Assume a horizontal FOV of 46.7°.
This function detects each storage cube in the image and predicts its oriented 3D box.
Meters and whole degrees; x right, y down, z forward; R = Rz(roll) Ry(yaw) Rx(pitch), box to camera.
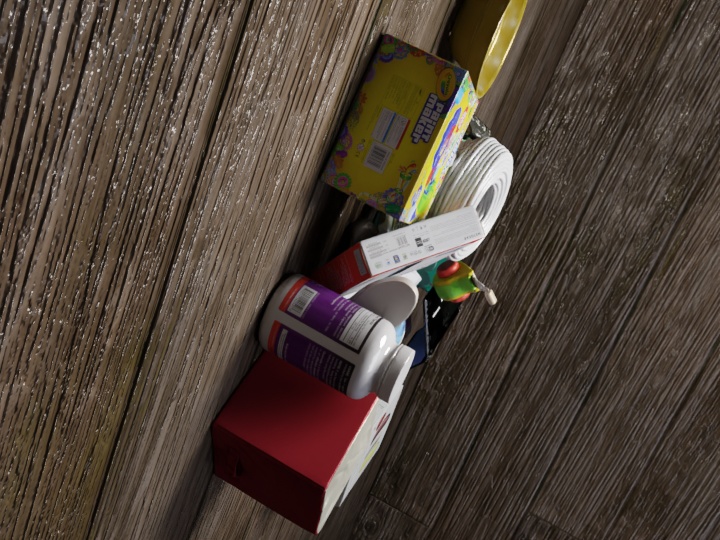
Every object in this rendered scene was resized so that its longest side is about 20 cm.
[{"bbox_3d":[-0.091,0.235,1.196,0.201,0.177,0.173,-56,166,-35],"label":"storage cube"}]

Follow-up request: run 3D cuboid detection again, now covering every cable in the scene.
[{"bbox_3d":[0.175,-0.114,1.325,0.200,0.068,0.203,-42,152,-38],"label":"cable"}]

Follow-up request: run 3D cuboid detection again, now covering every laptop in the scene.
[{"bbox_3d":[0.115,0.088,1.580,0.178,0.101,0.204,-49,141,-50],"label":"laptop"}]

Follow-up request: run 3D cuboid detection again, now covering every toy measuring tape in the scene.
[{"bbox_3d":[0.167,0.030,1.412,0.075,0.072,0.200,-65,-163,11],"label":"toy measuring tape"}]

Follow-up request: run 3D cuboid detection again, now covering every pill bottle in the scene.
[{"bbox_3d":[-0.030,0.095,1.114,0.114,0.197,0.113,-57,167,-21],"label":"pill bottle"}]

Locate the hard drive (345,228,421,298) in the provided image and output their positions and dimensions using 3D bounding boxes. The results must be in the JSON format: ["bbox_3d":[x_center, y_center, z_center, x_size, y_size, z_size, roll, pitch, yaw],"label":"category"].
[{"bbox_3d":[0.001,0.048,1.328,0.200,0.027,0.132,-48,136,-8],"label":"hard drive"}]

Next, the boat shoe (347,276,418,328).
[{"bbox_3d":[0.009,0.053,1.205,0.198,0.075,0.093,-34,-166,29],"label":"boat shoe"}]

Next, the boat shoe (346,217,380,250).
[{"bbox_3d":[0.000,0.000,1.370,0.074,0.073,0.203,-26,130,-25],"label":"boat shoe"}]

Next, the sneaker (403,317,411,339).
[{"bbox_3d":[0.024,0.114,1.533,0.201,0.072,0.116,-50,150,-35],"label":"sneaker"}]

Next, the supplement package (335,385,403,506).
[{"bbox_3d":[-0.036,0.316,1.680,0.200,0.145,0.194,-44,157,-55],"label":"supplement package"}]

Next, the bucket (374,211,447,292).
[{"bbox_3d":[0.110,-0.080,1.518,0.209,0.133,0.208,-60,167,-22],"label":"bucket"}]

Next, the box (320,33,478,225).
[{"bbox_3d":[0.059,-0.179,1.128,0.203,0.120,0.192,-65,169,6],"label":"box"}]

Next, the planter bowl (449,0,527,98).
[{"bbox_3d":[0.202,-0.398,1.383,0.203,0.082,0.201,-59,168,-21],"label":"planter bowl"}]

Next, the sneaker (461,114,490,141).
[{"bbox_3d":[0.154,-0.235,1.407,0.089,0.076,0.200,-50,-158,9],"label":"sneaker"}]

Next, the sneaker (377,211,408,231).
[{"bbox_3d":[0.092,-0.133,1.376,0.077,0.087,0.204,62,44,-79],"label":"sneaker"}]

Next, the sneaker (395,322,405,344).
[{"bbox_3d":[-0.001,0.123,1.431,0.197,0.079,0.090,-28,158,-23],"label":"sneaker"}]

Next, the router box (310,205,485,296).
[{"bbox_3d":[0.051,-0.021,1.193,0.197,0.050,0.179,-19,175,-28],"label":"router box"}]
